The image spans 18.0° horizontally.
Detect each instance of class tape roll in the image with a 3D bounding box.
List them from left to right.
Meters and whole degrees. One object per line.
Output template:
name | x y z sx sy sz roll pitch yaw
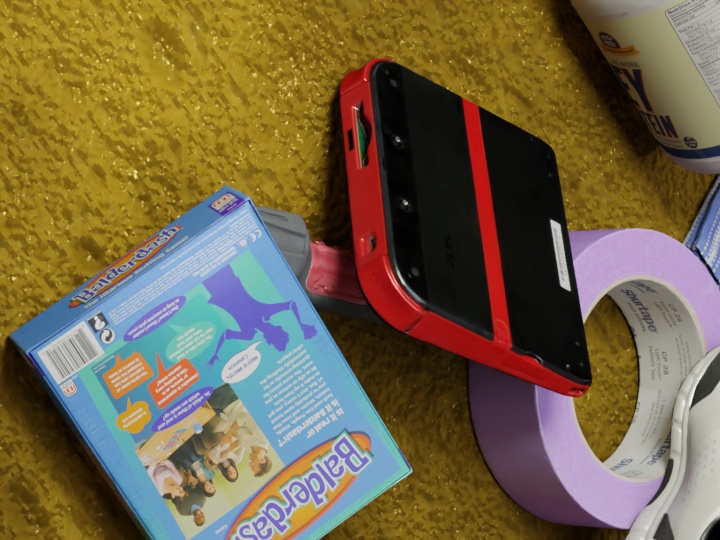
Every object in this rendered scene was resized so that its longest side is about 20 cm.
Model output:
tape roll | 0.166 0.072 1.525 0.200 0.066 0.200 1 89 -41

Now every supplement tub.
supplement tub | 0.227 -0.181 1.530 0.145 0.145 0.200 -51 120 -29

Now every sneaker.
sneaker | 0.242 0.137 1.495 0.074 0.080 0.200 35 65 -33

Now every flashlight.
flashlight | 0.000 0.000 1.381 0.200 0.068 0.068 16 80 -40

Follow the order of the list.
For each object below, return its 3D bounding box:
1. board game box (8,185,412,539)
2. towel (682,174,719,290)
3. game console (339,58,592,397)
board game box | -0.082 0.077 1.290 0.152 0.045 0.200 -35 112 -12
towel | 0.324 -0.005 1.691 0.200 0.024 0.145 49 59 -29
game console | 0.065 -0.028 1.402 0.177 0.031 0.200 25 44 -35
